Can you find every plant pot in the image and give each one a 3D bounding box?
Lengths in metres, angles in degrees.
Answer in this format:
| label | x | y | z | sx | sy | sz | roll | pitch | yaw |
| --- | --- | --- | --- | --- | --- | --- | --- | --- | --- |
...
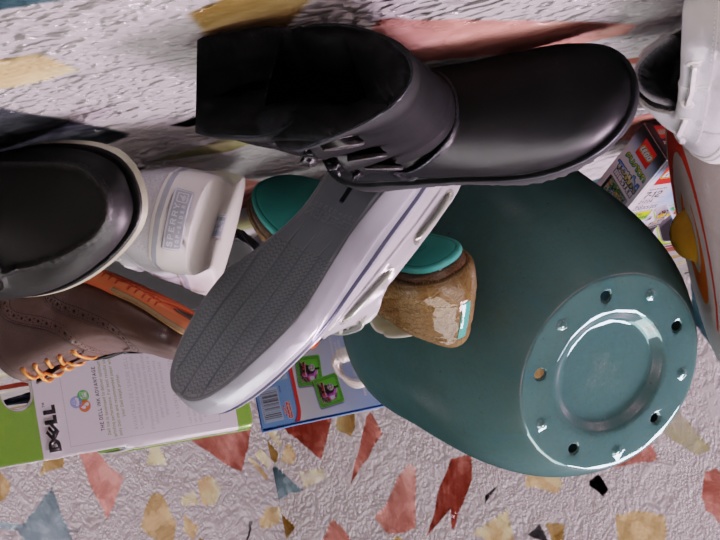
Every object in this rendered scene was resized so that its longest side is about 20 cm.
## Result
| label | x | y | z | sx | sy | sz | roll | pitch | yaw |
| --- | --- | --- | --- | --- | --- | --- | --- | --- | --- |
| plant pot | 0.112 | 0.035 | 1.056 | 0.200 | 0.201 | 0.161 | -9 | -157 | -25 |

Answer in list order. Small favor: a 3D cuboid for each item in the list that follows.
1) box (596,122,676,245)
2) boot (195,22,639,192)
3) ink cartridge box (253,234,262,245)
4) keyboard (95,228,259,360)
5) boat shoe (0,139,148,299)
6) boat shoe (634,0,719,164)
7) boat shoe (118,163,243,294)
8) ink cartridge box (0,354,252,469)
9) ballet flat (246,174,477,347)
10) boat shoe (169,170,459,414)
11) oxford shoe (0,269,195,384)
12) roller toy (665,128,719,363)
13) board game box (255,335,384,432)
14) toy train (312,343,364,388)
| label | x | y | z | sx | sy | sz | roll | pitch | yaw |
| --- | --- | --- | --- | --- | --- | --- | --- | --- | --- |
| box | 0.258 | -0.066 | 1.244 | 0.200 | 0.035 | 0.110 | -8 | 148 | -33 |
| boot | 0.033 | -0.080 | 0.764 | 0.164 | 0.066 | 0.200 | -15 | 169 | 14 |
| ink cartridge box | -0.024 | -0.016 | 1.215 | 0.200 | 0.057 | 0.163 | -35 | 175 | -46 |
| keyboard | -0.152 | 0.021 | 1.113 | 0.200 | 0.021 | 0.127 | -11 | 146 | 9 |
| boat shoe | -0.196 | -0.017 | 0.828 | 0.201 | 0.074 | 0.063 | -9 | -176 | 25 |
| boat shoe | 0.169 | -0.095 | 0.844 | 0.068 | 0.072 | 0.200 | 5 | 179 | 2 |
| boat shoe | -0.108 | -0.025 | 0.939 | 0.068 | 0.072 | 0.200 | 16 | -176 | 3 |
| ink cartridge box | -0.193 | 0.060 | 1.245 | 0.200 | 0.148 | 0.076 | -8 | 175 | -25 |
| ballet flat | 0.000 | 0.000 | 1.010 | 0.068 | 0.072 | 0.200 | -30 | -148 | -29 |
| boat shoe | -0.013 | 0.005 | 0.903 | 0.074 | 0.200 | 0.067 | 37 | 174 | 47 |
| oxford shoe | -0.165 | 0.036 | 0.994 | 0.200 | 0.073 | 0.071 | 10 | 167 | 39 |
| roller toy | 0.256 | -0.030 | 1.027 | 0.139 | 0.200 | 0.182 | -12 | -166 | 5 |
| board game box | -0.008 | 0.040 | 1.388 | 0.200 | 0.152 | 0.037 | -14 | 175 | 32 |
| toy train | -0.084 | 0.044 | 1.388 | 0.200 | 0.151 | 0.056 | -7 | -155 | 22 |
